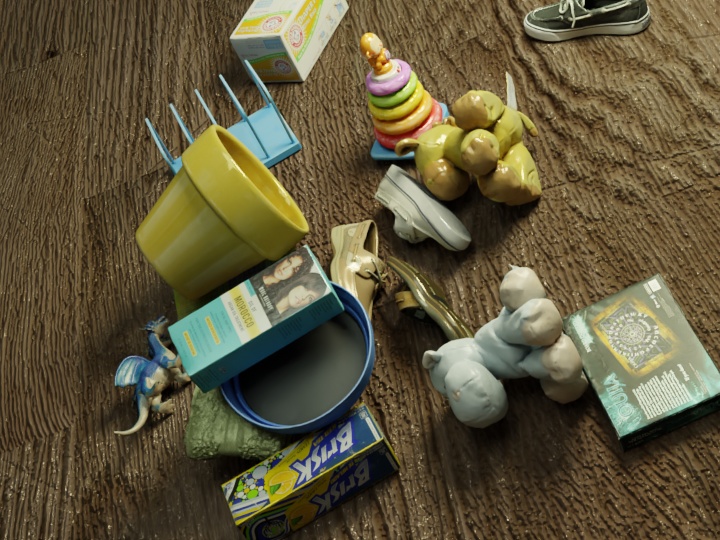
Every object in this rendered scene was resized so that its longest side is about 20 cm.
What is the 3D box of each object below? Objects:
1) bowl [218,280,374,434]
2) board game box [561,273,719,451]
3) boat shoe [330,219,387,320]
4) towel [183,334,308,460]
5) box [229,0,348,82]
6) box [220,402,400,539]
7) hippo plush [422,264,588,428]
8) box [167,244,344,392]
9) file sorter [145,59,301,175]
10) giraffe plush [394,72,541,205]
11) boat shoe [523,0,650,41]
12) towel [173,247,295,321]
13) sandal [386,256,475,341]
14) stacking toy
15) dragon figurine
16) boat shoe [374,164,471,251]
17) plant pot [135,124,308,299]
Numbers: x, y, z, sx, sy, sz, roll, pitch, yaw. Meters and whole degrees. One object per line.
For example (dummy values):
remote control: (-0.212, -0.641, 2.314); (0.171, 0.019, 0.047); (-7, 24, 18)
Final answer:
bowl: (-0.075, 0.105, 1.544); (0.199, 0.039, 0.202); (-9, 58, 16)
board game box: (0.323, 0.102, 1.463); (0.135, 0.028, 0.201); (-25, 42, 5)
boat shoe: (0.000, 0.000, 1.711); (0.064, 0.071, 0.201); (-19, 41, 11)
towel: (-0.138, 0.143, 1.591); (0.147, 0.037, 0.201); (-2, 60, 21)
box: (-0.120, -0.424, 2.176); (0.112, 0.102, 0.201); (4, 51, 32)
box: (-0.058, 0.244, 1.505); (0.199, 0.064, 0.070); (-31, 42, -1)
hippo plush: (0.151, 0.088, 1.474); (0.160, 0.160, 0.200); (-27, 42, 0)
box: (-0.127, 0.059, 1.537); (0.199, 0.049, 0.083); (-31, 55, 1)
file sorter: (-0.223, -0.219, 2.014); (0.199, 0.123, 0.139); (-31, 41, -2)
giraffe plush: (0.139, -0.164, 1.748); (0.161, 0.173, 0.201); (-21, 41, 31)
boat shoe: (0.335, -0.393, 1.920); (0.198, 0.068, 0.074); (8, 52, 34)
towel: (-0.180, 0.024, 1.823); (0.199, 0.023, 0.144); (-23, 41, 6)
sandal: (0.080, 0.047, 1.629); (0.054, 0.080, 0.200); (-47, 45, 11)
stacking toy: (0.046, -0.265, 1.851); (0.109, 0.201, 0.116); (-2, 47, 28)
dragon figurine: (-0.293, 0.151, 1.731); (0.099, 0.059, 0.201); (6, 51, 33)
boat shoe: (0.079, -0.071, 1.752); (0.070, 0.071, 0.200); (-54, 45, 12)
plant pot: (-0.205, -0.068, 1.783); (0.189, 0.201, 0.201); (-41, 40, 9)
